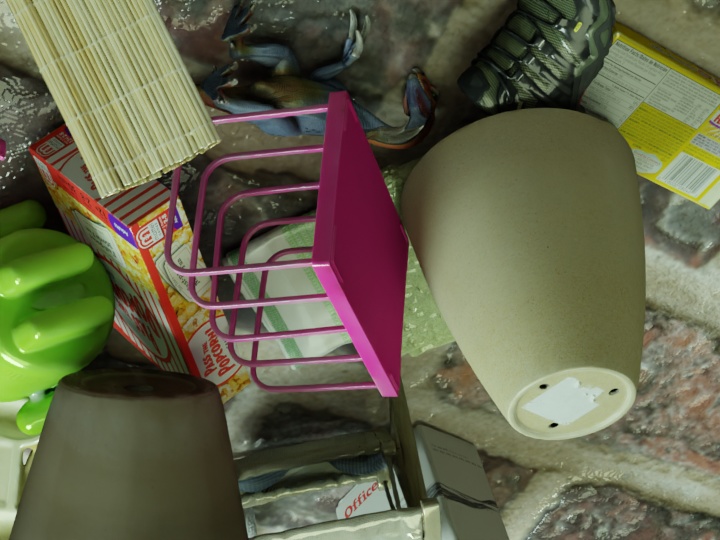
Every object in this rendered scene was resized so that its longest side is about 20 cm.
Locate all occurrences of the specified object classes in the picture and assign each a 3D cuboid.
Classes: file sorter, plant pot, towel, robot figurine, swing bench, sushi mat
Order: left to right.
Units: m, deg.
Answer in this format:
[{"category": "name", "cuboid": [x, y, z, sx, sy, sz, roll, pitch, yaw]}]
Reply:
[{"category": "robot figurine", "cuboid": [-0.266, 0.038, 1.109, 0.115, 0.176, 0.200, -21, 176, -36]}, {"category": "sushi mat", "cuboid": [-0.179, -0.156, 0.977, 0.095, 0.012, 0.200, -26, 91, 8]}, {"category": "plant pot", "cuboid": [-0.166, 0.167, 1.043, 0.199, 0.200, 0.174, 3, 95, -15]}, {"category": "file sorter", "cuboid": [-0.049, -0.010, 1.039, 0.125, 0.139, 0.200, -4, 149, 14]}, {"category": "swing bench", "cuboid": [-0.044, 0.197, 1.270, 0.198, 0.200, 0.130, -8, 132, -5]}, {"category": "towel", "cuboid": [0.000, 0.000, 1.224, 0.199, 0.031, 0.149, -24, 132, 8]}, {"category": "towel", "cuboid": [0.067, -0.018, 1.190, 0.148, 0.037, 0.200, -22, 129, 4]}, {"category": "plant pot", "cuboid": [0.135, 0.017, 1.055, 0.187, 0.200, 0.188, -5, 143, -4]}]

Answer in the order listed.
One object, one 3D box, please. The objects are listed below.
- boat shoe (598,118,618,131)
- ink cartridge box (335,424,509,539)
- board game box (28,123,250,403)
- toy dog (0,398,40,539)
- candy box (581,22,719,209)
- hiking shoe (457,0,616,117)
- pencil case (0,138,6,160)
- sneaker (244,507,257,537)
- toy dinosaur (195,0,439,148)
[{"category": "boat shoe", "cuboid": [0.184, -0.041, 1.191, 0.073, 0.063, 0.201, 2, 139, -1]}, {"category": "ink cartridge box", "cuboid": [0.065, 0.273, 1.362, 0.084, 0.200, 0.146, 23, 122, -32]}, {"category": "board game box", "cuboid": [-0.168, -0.003, 1.101, 0.046, 0.151, 0.200, -36, 135, -20]}, {"category": "toy dog", "cuboid": [-0.222, 0.176, 1.247, 0.193, 0.140, 0.200, -9, 168, 21]}, {"category": "candy box", "cuboid": [0.250, -0.125, 1.175, 0.200, 0.026, 0.102, 22, 122, -29]}, {"category": "hiking shoe", "cuboid": [0.126, -0.156, 1.063, 0.100, 0.076, 0.201, -14, 123, -26]}, {"category": "pencil case", "cuboid": [-0.365, -0.092, 1.025, 0.199, 0.089, 0.089, -13, 132, 0]}, {"category": "sneaker", "cuboid": [-0.171, 0.313, 1.429, 0.114, 0.075, 0.200, 2, 125, -14]}, {"category": "toy dinosaur", "cuboid": [-0.034, -0.136, 1.093, 0.200, 0.105, 0.181, -9, 154, 42]}]
